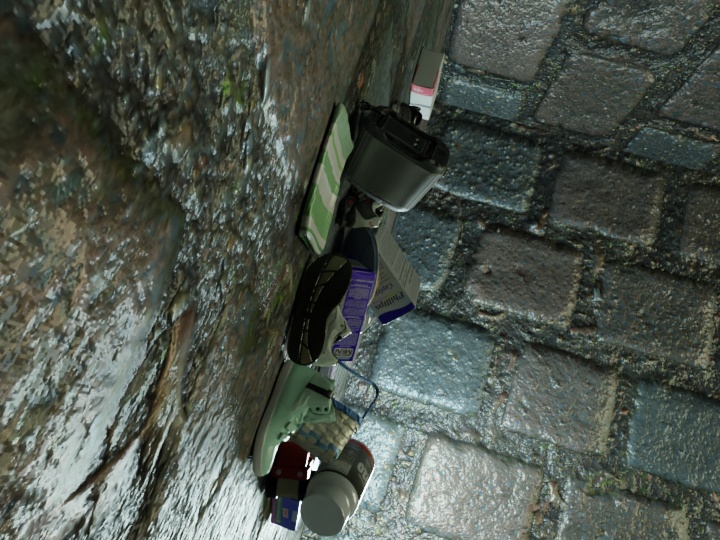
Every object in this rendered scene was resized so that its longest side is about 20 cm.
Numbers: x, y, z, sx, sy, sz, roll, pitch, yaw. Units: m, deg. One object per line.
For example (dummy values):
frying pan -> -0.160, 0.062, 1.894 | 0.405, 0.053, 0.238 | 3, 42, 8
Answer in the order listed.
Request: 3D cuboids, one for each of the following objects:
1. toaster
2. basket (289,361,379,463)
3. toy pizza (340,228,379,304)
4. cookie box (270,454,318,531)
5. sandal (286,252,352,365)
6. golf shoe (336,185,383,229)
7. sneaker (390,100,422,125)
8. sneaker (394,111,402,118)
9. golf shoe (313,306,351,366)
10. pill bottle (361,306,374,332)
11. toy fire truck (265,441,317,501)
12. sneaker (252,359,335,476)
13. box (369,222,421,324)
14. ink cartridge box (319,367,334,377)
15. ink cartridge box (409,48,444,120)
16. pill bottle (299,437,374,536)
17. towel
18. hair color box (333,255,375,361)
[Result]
toaster -> 0.055, -0.202, 0.942 | 0.129, 0.199, 0.114 | -55, -173, 41
basket -> -0.072, 0.288, 1.105 | 0.201, 0.176, 0.139 | -56, -178, -26
toy pizza -> 0.000, 0.000, 1.154 | 0.200, 0.031, 0.202 | -27, -121, 60
cookie box -> -0.164, 0.541, 1.352 | 0.201, 0.074, 0.172 | -68, 172, -50
sandal -> -0.079, 0.062, 0.893 | 0.057, 0.079, 0.203 | -160, -88, -78
golf shoe -> 0.013, -0.139, 1.105 | 0.201, 0.087, 0.078 | -68, 171, -56
sneaker -> 0.131, -0.429, 1.446 | 0.200, 0.087, 0.074 | -60, 165, -70
sneaker -> 0.044, -0.294, 1.074 | 0.200, 0.080, 0.116 | 112, -8, -75
golf shoe -> -0.059, 0.095, 1.015 | 0.078, 0.096, 0.202 | 88, 17, -67
pill bottle -> -0.021, 0.108, 1.337 | 0.200, 0.113, 0.115 | -10, 117, -84
toy fire truck -> -0.129, 0.410, 1.187 | 0.176, 0.127, 0.202 | 78, 17, -78
sneaker -> -0.108, 0.269, 0.895 | 0.074, 0.117, 0.202 | 91, 17, -76
box -> 0.057, 0.005, 1.329 | 0.104, 0.201, 0.184 | -31, -169, 21
ink cartridge box -> -0.107, 0.323, 1.531 | 0.095, 0.037, 0.202 | -64, 170, -61
ink cartridge box -> 0.231, -0.653, 1.826 | 0.200, 0.082, 0.148 | 83, 23, -75
pill bottle -> -0.047, 0.458, 1.101 | 0.200, 0.113, 0.115 | -40, 146, -69
towel -> -0.050, -0.134, 0.805 | 0.153, 0.023, 0.202 | 69, 38, -80
hair color box -> -0.038, 0.079, 1.101 | 0.109, 0.064, 0.202 | 38, -65, 58
